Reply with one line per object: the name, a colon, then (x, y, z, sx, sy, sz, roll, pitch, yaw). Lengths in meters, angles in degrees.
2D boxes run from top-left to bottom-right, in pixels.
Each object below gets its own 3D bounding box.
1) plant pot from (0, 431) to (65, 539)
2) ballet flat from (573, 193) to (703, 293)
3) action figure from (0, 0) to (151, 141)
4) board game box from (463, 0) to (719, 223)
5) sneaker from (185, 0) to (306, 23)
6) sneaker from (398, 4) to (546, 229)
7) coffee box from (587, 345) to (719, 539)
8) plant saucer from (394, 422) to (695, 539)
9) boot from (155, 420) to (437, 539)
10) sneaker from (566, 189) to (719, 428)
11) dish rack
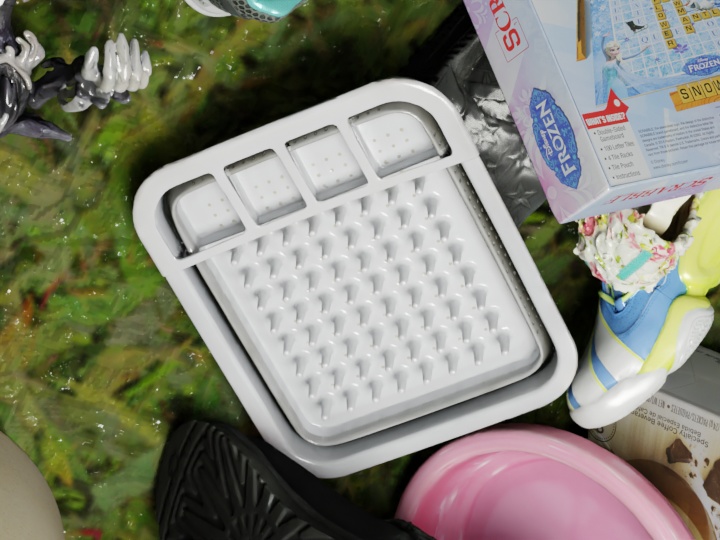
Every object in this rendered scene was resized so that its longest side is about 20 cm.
plant pot: (-0.211, 0.184, 1.162, 0.187, 0.200, 0.187, -6, 111, -17)
ballet flat: (0.158, -0.084, 1.222, 0.076, 0.064, 0.200, 18, 72, -17)
action figure: (-0.157, -0.121, 1.126, 0.119, 0.102, 0.200, 18, 99, -26)
board game box: (0.134, -0.132, 1.153, 0.200, 0.041, 0.200, -11, 75, -40)
sneaker: (0.004, -0.181, 1.165, 0.200, 0.091, 0.078, -42, 118, -1)
sneaker: (0.082, -0.085, 1.248, 0.200, 0.060, 0.104, -45, 115, 7)
coffee box: (0.180, 0.153, 1.327, 0.080, 0.113, 0.200, -12, 114, -41)
plant saucer: (0.107, 0.170, 1.294, 0.051, 0.200, 0.201, -26, 121, -48)
boot: (0.005, 0.148, 1.243, 0.158, 0.211, 0.079, 10, 109, -42)
sneaker: (0.143, -0.017, 1.274, 0.105, 0.076, 0.200, 41, 68, -6)
dish rack: (0.000, 0.000, 1.232, 0.172, 0.044, 0.200, -21, 117, 15)
